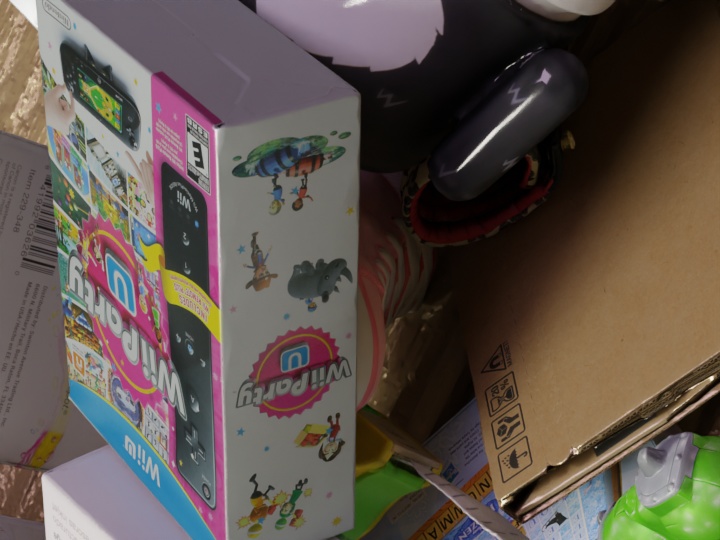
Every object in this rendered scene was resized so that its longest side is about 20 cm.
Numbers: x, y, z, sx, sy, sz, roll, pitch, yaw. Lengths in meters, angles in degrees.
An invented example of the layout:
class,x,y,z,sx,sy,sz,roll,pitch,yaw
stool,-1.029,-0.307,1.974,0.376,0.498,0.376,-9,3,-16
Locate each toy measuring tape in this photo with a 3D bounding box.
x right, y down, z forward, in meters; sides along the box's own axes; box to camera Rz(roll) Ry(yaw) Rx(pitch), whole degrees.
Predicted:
class,x,y,z,sx,sy,sz,roll,pitch,yaw
toy measuring tape,0.002,0.101,1.019,0.200,0.073,0.074,36,101,47

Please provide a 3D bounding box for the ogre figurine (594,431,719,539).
class,x,y,z,sx,sy,sz,roll,pitch,yaw
ogre figurine,0.176,0.110,0.879,0.199,0.120,0.098,31,68,26

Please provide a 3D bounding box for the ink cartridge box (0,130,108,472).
class,x,y,z,sx,sy,sz,roll,pitch,yaw
ink cartridge box,-0.158,0.016,1.136,0.085,0.199,0.149,16,88,39

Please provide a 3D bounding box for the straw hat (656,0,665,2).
class,x,y,z,sx,sy,sz,roll,pitch,yaw
straw hat,0.203,-0.182,0.982,0.085,0.201,0.202,25,95,-5

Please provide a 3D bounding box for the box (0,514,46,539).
class,x,y,z,sx,sy,sz,roll,pitch,yaw
box,-0.228,0.164,1.166,0.199,0.176,0.098,-1,78,37

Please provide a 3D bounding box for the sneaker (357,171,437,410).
class,x,y,z,sx,sy,sz,roll,pitch,yaw
sneaker,0.000,0.000,1.063,0.200,0.104,0.076,-125,45,-58

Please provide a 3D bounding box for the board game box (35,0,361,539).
class,x,y,z,sx,sy,sz,roll,pitch,yaw
board game box,-0.064,-0.005,0.952,0.147,0.064,0.201,40,140,46

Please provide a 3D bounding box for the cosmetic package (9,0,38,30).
class,x,y,z,sx,sy,sz,roll,pitch,yaw
cosmetic package,-0.075,-0.185,1.041,0.151,0.200,0.052,-43,95,18

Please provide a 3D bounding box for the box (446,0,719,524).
class,x,y,z,sx,sy,sz,roll,pitch,yaw
box,0.108,-0.013,1.010,0.163,0.021,0.201,-37,37,23

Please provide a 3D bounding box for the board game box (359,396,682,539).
class,x,y,z,sx,sy,sz,roll,pitch,yaw
board game box,0.076,0.156,1.022,0.200,0.041,0.200,-42,56,21

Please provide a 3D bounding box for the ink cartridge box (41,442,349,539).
class,x,y,z,sx,sy,sz,roll,pitch,yaw
ink cartridge box,-0.061,0.187,1.025,0.145,0.084,0.201,34,135,43

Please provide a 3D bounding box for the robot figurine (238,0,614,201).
class,x,y,z,sx,sy,sz,roll,pitch,yaw
robot figurine,0.021,-0.119,0.959,0.200,0.150,0.125,-37,17,28

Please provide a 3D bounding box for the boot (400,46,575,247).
class,x,y,z,sx,sy,sz,roll,pitch,yaw
boot,0.084,-0.114,1.042,0.203,0.073,0.155,-36,42,34
